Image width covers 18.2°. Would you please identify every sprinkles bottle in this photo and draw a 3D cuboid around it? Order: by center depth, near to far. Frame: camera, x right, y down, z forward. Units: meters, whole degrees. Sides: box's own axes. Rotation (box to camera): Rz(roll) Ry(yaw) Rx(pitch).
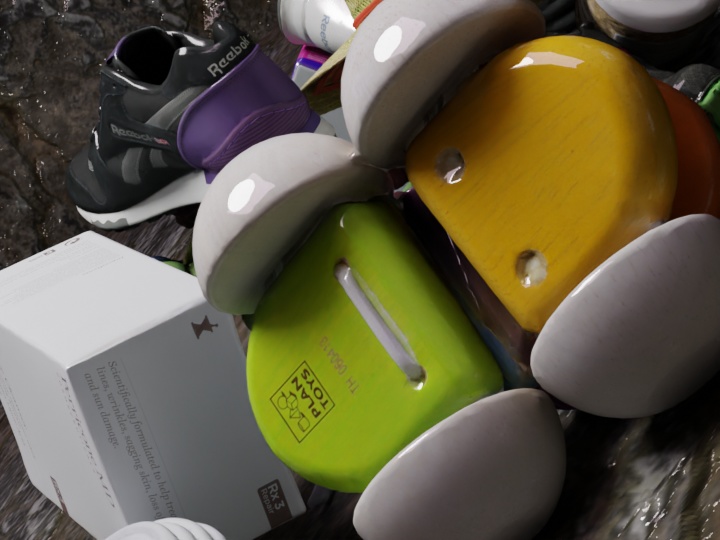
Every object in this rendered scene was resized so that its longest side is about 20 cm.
[{"bbox_3d":[0.132,-0.131,1.019,0.068,0.068,0.200,-48,-5,1],"label":"sprinkles bottle"}]

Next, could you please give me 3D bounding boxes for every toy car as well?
[{"bbox_3d":[0.050,0.003,0.832,0.200,0.175,0.150,-45,-24,20],"label":"toy car"}]

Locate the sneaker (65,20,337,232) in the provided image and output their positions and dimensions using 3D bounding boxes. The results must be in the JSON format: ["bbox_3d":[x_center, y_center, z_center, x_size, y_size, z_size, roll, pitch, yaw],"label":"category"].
[{"bbox_3d":[-0.093,-0.078,1.079,0.076,0.088,0.200,-46,21,-30],"label":"sneaker"}]

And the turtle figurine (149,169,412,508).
[{"bbox_3d":[0.000,0.000,1.098,0.194,0.144,0.200,-34,20,-15],"label":"turtle figurine"}]

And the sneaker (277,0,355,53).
[{"bbox_3d":[0.053,-0.163,1.276,0.199,0.075,0.087,-29,43,-22],"label":"sneaker"}]

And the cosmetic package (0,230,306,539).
[{"bbox_3d":[-0.109,0.057,1.025,0.081,0.113,0.200,-25,16,-17],"label":"cosmetic package"}]

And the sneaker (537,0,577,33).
[{"bbox_3d":[0.126,-0.192,1.162,0.200,0.099,0.071,-45,23,51],"label":"sneaker"}]

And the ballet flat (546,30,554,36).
[{"bbox_3d":[0.101,-0.114,1.263,0.072,0.068,0.200,-16,25,36],"label":"ballet flat"}]

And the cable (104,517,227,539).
[{"bbox_3d":[-0.101,0.189,0.864,0.200,0.069,0.200,-53,18,14],"label":"cable"}]

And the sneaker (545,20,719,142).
[{"bbox_3d":[0.104,-0.063,0.969,0.077,0.084,0.200,-51,10,-10],"label":"sneaker"}]

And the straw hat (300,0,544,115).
[{"bbox_3d":[0.030,-0.158,1.091,0.200,0.085,0.201,-29,-5,-3],"label":"straw hat"}]

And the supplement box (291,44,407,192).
[{"bbox_3d":[0.005,-0.093,1.361,0.200,0.103,0.102,-71,0,-69],"label":"supplement box"}]
